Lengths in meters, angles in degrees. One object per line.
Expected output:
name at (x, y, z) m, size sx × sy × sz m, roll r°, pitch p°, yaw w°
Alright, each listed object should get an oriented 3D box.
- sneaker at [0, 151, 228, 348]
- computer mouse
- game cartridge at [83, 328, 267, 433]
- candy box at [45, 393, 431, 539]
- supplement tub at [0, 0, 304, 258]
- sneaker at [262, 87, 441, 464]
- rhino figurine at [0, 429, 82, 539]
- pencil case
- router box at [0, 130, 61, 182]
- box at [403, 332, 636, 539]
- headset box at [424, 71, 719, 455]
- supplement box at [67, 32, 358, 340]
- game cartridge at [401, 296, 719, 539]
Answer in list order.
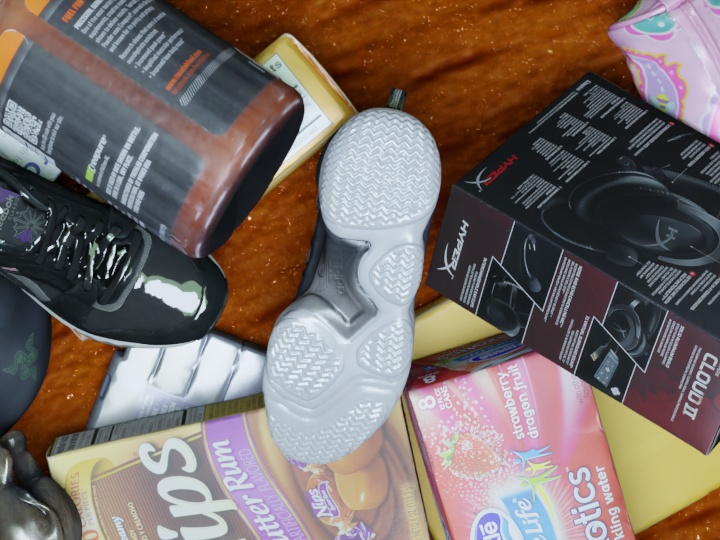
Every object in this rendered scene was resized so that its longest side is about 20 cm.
sneaker at (-0.168, -0.014, 1.215) m, size 0.199 × 0.088 × 0.076 m, roll 24°, pitch 90°, yaw 4°
computer mouse at (-0.238, 0.089, 1.277) m, size 0.200 × 0.053 × 0.138 m, roll -48°, pitch 141°, yaw -2°
game cartridge at (-0.105, 0.131, 1.330) m, size 0.129 × 0.038 × 0.201 m, roll 22°, pitch 96°, yaw -1°
candy box at (-0.065, 0.133, 1.289) m, size 0.199 × 0.056 × 0.117 m, roll -13°, pitch 98°, yaw 0°
supplement tub at (-0.135, -0.101, 1.207) m, size 0.200 × 0.107 × 0.107 m, roll 35°, pitch 94°, yaw 5°
sneaker at (0.000, 0.000, 1.241) m, size 0.075 × 0.114 × 0.201 m, roll 15°, pitch 108°, yaw -1°
rhino figurine at (-0.212, 0.169, 1.278) m, size 0.088 × 0.060 × 0.200 m, roll 55°, pitch 136°, yaw 20°
pencil case at (0.220, -0.075, 1.294) m, size 0.087 × 0.087 × 0.200 m, roll -31°, pitch 97°, yaw 1°
router box at (-0.274, -0.062, 1.289) m, size 0.179 × 0.049 × 0.200 m, roll 37°, pitch 94°, yaw -6°
box at (0.096, 0.138, 1.278) m, size 0.099 × 0.095 × 0.201 m, roll -16°, pitch 97°, yaw 0°
headset box at (0.160, -0.004, 1.223) m, size 0.200 × 0.149 × 0.077 m, roll 32°, pitch 134°, yaw 18°
supplement box at (-0.095, -0.048, 1.291) m, size 0.200 × 0.067 × 0.069 m, roll -37°, pitch 94°, yaw 1°
game cartridge at (0.113, 0.079, 1.336) m, size 0.199 × 0.032 × 0.177 m, roll -28°, pitch 97°, yaw -1°
